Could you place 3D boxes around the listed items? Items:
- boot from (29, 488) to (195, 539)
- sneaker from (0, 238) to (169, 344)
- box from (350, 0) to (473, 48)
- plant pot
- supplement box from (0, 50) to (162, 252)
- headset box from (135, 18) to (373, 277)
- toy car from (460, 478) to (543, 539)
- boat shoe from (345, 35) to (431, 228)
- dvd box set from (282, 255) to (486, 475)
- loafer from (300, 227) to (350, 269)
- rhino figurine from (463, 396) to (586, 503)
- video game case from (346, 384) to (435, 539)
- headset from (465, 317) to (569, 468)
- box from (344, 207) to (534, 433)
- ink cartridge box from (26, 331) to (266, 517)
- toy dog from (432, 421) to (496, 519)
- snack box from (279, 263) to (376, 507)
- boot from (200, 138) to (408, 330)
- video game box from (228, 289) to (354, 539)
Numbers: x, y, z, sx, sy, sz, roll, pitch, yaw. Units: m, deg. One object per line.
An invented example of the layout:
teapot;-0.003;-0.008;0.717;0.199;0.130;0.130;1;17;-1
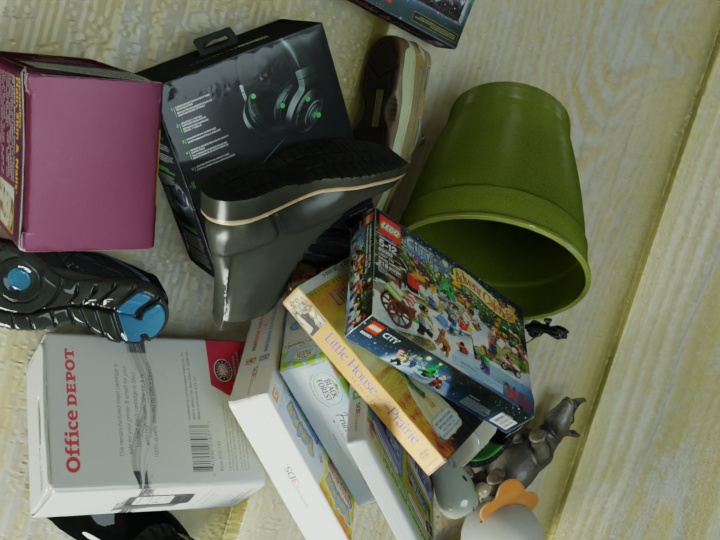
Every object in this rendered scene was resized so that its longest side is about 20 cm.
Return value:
boot;-0.209;0.263;0.929;0.080;0.158;0.211;-50;124;-5
sneaker;-0.271;0.014;0.876;0.199;0.082;0.073;17;106;-14
box;0.035;-0.321;0.959;0.199;0.038;0.137;19;95;-33
plant pot;0.142;-0.081;1.002;0.200;0.200;0.194;32;56;-33
supplement box;-0.238;-0.101;0.778;0.103;0.200;0.131;-1;106;-30
headset box;-0.103;-0.123;0.914;0.174;0.093;0.201;-27;116;-20
toy car;0.177;0.333;1.150;0.176;0.184;0.201;-3;113;-29
boat shoe;0.037;-0.135;1.011;0.076;0.072;0.201;7;101;-44
dvd box set;0.036;0.075;0.907;0.029;0.200;0.146;-45;171;33
loafer;0.000;0.000;1.023;0.200;0.068;0.071;15;80;-36
rhino figurine;0.209;0.222;1.221;0.200;0.060;0.088;-39;140;-16
video game case;0.033;0.165;0.950;0.022;0.182;0.200;-15;125;14
headset;0.166;0.140;1.151;0.124;0.094;0.200;50;64;-32
box;0.074;0.046;0.902;0.200;0.137;0.038;33;128;-27
ink cartridge box;-0.201;0.142;0.904;0.199;0.083;0.146;5;61;-31
toy dog;0.106;0.142;1.011;0.096;0.132;0.201;-15;103;16
snack box;-0.014;0.115;0.976;0.053;0.142;0.200;-17;124;13
boot;-0.053;-0.035;0.885;0.199;0.077;0.139;-15;127;-28
video game box;-0.058;0.144;0.976;0.047;0.182;0.200;-16;119;16
